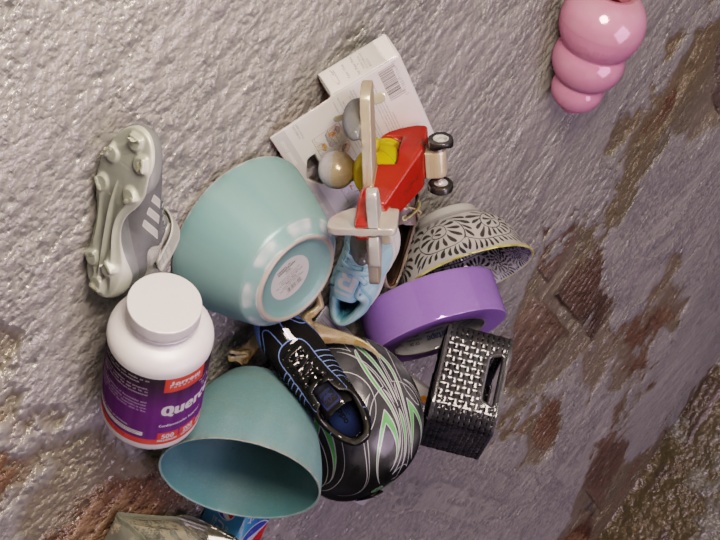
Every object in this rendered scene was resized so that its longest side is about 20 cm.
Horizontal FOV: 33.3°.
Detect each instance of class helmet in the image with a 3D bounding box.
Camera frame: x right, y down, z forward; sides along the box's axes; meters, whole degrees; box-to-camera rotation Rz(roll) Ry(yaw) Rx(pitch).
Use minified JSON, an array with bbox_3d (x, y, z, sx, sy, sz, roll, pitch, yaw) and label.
[{"bbox_3d":[-0.010,0.190,1.593,0.199,0.200,0.191,-22,150,-44],"label":"helmet"}]

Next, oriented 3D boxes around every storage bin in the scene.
[{"bbox_3d":[0.142,0.169,1.658,0.200,0.093,0.137,98,6,-70],"label":"storage bin"}]

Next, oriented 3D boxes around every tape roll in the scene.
[{"bbox_3d":[0.101,0.064,1.685,0.198,0.066,0.200,-17,162,-6],"label":"tape roll"}]

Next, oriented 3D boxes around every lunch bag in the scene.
[{"bbox_3d":[-0.255,0.407,1.544,0.199,0.117,0.165,21,100,-54],"label":"lunch bag"}]

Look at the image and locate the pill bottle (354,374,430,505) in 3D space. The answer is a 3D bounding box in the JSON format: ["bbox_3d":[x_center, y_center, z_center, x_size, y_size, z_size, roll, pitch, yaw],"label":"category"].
[{"bbox_3d":[0.027,0.246,1.807,0.201,0.112,0.112,-56,150,-1],"label":"pill bottle"}]

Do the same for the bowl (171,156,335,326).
[{"bbox_3d":[-0.104,-0.017,1.369,0.200,0.105,0.202,-35,144,-29],"label":"bowl"}]

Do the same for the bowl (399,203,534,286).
[{"bbox_3d":[0.135,-0.034,1.685,0.199,0.095,0.201,-16,164,-5],"label":"bowl"}]

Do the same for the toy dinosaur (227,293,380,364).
[{"bbox_3d":[-0.075,0.072,1.513,0.198,0.058,0.102,-4,104,-18],"label":"toy dinosaur"}]

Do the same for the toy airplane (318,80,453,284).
[{"bbox_3d":[0.009,-0.096,1.370,0.199,0.140,0.202,27,80,-66],"label":"toy airplane"}]

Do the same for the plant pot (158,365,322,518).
[{"bbox_3d":[-0.137,0.199,1.483,0.201,0.198,0.136,77,18,-51],"label":"plant pot"}]

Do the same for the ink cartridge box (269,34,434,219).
[{"bbox_3d":[-0.009,-0.165,1.440,0.175,0.045,0.200,-32,147,1],"label":"ink cartridge box"}]

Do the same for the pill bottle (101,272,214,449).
[{"bbox_3d":[-0.216,0.096,1.279,0.112,0.112,0.201,-33,156,-34],"label":"pill bottle"}]

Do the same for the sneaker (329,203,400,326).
[{"bbox_3d":[0.000,0.000,1.540,0.201,0.073,0.082,97,19,-48],"label":"sneaker"}]

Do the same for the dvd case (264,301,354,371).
[{"bbox_3d":[-0.086,0.150,1.640,0.201,0.025,0.150,-53,149,-8],"label":"dvd case"}]

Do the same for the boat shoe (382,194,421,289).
[{"bbox_3d":[0.049,-0.071,1.593,0.072,0.059,0.202,-11,127,-50],"label":"boat shoe"}]

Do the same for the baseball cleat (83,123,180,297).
[{"bbox_3d":[-0.222,-0.067,1.214,0.106,0.070,0.201,-25,147,-51],"label":"baseball cleat"}]

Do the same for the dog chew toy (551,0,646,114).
[{"bbox_3d":[0.330,-0.312,1.724,0.124,0.124,0.201,-29,148,-38],"label":"dog chew toy"}]

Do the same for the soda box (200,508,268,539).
[{"bbox_3d":[-0.177,0.353,1.654,0.064,0.068,0.202,1,117,-55],"label":"soda box"}]

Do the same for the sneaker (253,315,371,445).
[{"bbox_3d":[-0.053,0.127,1.447,0.070,0.200,0.078,-41,-170,-3],"label":"sneaker"}]
